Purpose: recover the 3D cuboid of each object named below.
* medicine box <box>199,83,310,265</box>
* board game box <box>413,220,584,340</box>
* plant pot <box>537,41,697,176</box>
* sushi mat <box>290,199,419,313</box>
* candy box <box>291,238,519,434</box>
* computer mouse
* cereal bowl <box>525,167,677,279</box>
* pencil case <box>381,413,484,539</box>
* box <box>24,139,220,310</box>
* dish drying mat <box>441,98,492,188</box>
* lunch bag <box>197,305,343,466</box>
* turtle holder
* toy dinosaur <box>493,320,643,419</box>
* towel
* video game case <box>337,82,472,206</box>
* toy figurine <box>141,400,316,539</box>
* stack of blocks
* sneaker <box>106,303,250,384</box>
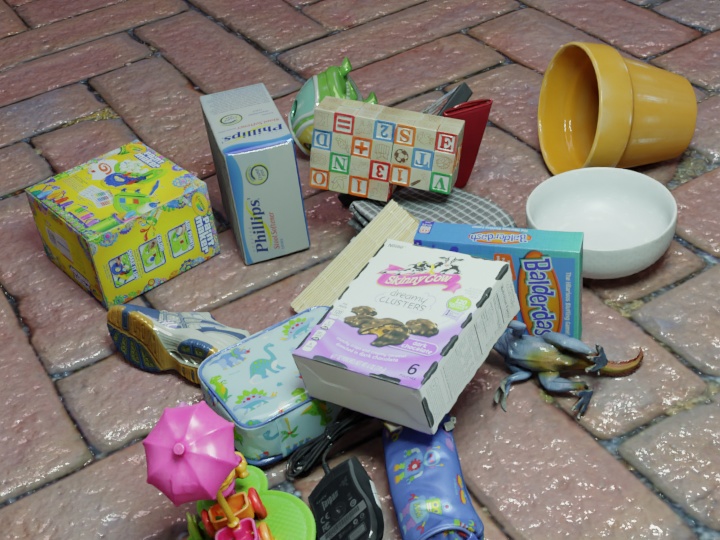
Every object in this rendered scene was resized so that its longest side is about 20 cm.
[{"bbox_3d":[-0.154,-0.143,1.565,0.102,0.183,0.200,-15,36,-10],"label":"medicine box"},{"bbox_3d":[0.169,0.020,1.308,0.198,0.153,0.045,4,37,17],"label":"board game box"},{"bbox_3d":[0.388,-0.233,1.601,0.181,0.202,0.201,0,33,-16],"label":"plant pot"},{"bbox_3d":[0.000,0.000,1.400,0.200,0.012,0.096,-45,46,-1],"label":"sushi mat"},{"bbox_3d":[0.052,0.064,1.167,0.167,0.072,0.200,11,46,35],"label":"candy box"},{"bbox_3d":[0.004,0.219,1.120,0.140,0.046,0.200,-46,32,6],"label":"computer mouse"},{"bbox_3d":[0.319,-0.052,1.438,0.198,0.084,0.201,-5,35,3],"label":"cereal bowl"},{"bbox_3d":[0.074,0.221,1.107,0.086,0.078,0.201,-31,34,14],"label":"pencil case"},{"bbox_3d":[-0.341,-0.072,1.554,0.192,0.123,0.199,-29,40,-28],"label":"box"},{"bbox_3d":[0.138,-0.175,1.552,0.076,0.201,0.018,-16,62,-14],"label":"dish drying mat"},{"bbox_3d":[-0.080,0.129,1.261,0.199,0.083,0.161,-25,40,-23],"label":"lunch bag"},{"bbox_3d":[-0.040,-0.232,1.730,0.131,0.141,0.187,-26,68,16],"label":"turtle holder"},{"bbox_3d":[0.199,0.110,1.276,0.199,0.106,0.181,8,9,-43],"label":"toy dinosaur"},{"bbox_3d":[0.094,-0.053,1.480,0.165,0.086,0.200,-28,40,-27],"label":"towel"},{"bbox_3d":[0.068,-0.193,1.641,0.180,0.026,0.200,-29,17,41],"label":"video game case"},{"bbox_3d":[-0.147,0.200,1.070,0.149,0.185,0.200,-22,32,-3],"label":"toy figurine"},{"bbox_3d":[0.035,-0.159,1.472,0.198,0.116,0.059,11,29,10],"label":"stack of blocks"},{"bbox_3d":[-0.230,0.086,1.372,0.199,0.076,0.088,20,32,23],"label":"sneaker"}]
